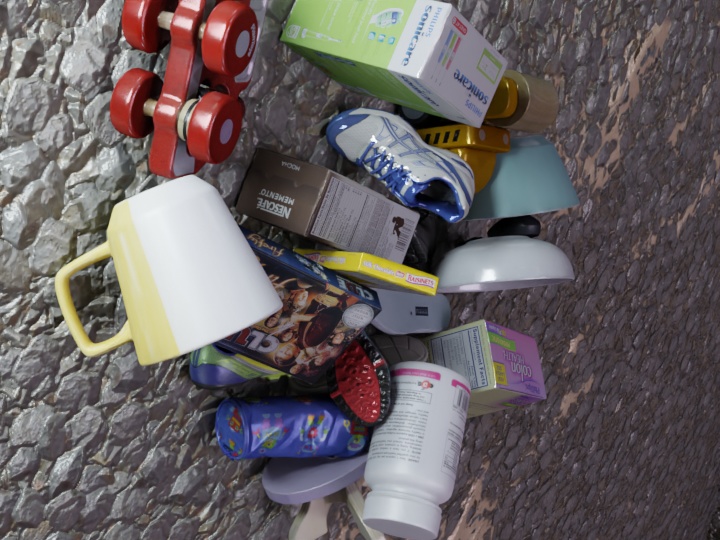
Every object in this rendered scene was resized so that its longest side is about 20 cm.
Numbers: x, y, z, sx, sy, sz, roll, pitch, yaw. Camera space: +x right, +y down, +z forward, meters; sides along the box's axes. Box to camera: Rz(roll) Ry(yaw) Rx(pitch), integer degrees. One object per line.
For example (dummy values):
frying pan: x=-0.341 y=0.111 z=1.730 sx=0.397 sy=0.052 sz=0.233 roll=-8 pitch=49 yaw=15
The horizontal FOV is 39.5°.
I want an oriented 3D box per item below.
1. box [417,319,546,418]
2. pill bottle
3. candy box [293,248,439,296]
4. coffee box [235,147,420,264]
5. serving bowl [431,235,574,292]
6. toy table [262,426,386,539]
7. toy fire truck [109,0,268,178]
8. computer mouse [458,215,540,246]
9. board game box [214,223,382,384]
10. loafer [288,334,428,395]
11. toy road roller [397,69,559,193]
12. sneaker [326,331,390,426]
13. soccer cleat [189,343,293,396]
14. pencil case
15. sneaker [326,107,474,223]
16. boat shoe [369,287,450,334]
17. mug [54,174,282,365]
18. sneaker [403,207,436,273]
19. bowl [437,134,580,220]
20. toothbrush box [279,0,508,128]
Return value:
box: x=0.137 y=0.153 z=1.448 sx=0.176 sy=0.199 sz=0.097 roll=20 pitch=58 yaw=-54
pill bottle: x=0.068 y=0.226 z=1.260 sx=0.113 sy=0.113 sz=0.201 roll=51 pitch=47 yaw=-52
candy box: x=0.000 y=0.000 z=1.170 sx=0.102 sy=0.200 sz=0.027 roll=15 pitch=86 yaw=-26
coffee box: x=-0.035 y=-0.069 z=1.179 sx=0.200 sy=0.113 sz=0.080 roll=19 pitch=92 yaw=-54
serving bowl: x=0.192 y=-0.010 z=1.387 sx=0.200 sy=0.199 sz=0.066 roll=2 pitch=82 yaw=-53
toy table: x=-0.025 y=0.284 z=1.356 sx=0.199 sy=0.184 sz=0.118 roll=-22 pitch=118 yaw=-8
toy fire truck: x=-0.147 y=-0.192 z=0.979 sx=0.168 sy=0.112 sz=0.201 roll=-29 pitch=134 yaw=-66
computer mouse: x=0.196 y=-0.055 z=1.454 sx=0.058 sy=0.200 sz=0.034 roll=-3 pitch=85 yaw=-25
board game box: x=-0.094 y=0.042 z=1.116 sx=0.199 sy=0.035 sz=0.136 roll=26 pitch=119 yaw=-30
loafer: x=-0.006 y=0.139 z=1.353 sx=0.199 sy=0.072 sz=0.063 roll=-12 pitch=138 yaw=-21
toy road roller: x=0.149 y=-0.171 z=1.290 sx=0.123 sy=0.199 sz=0.147 roll=-1 pitch=91 yaw=-51
sneaker: x=-0.009 y=0.098 z=1.266 sx=0.079 sy=0.201 sz=0.095 roll=-24 pitch=170 yaw=11
soccer cleat: x=-0.121 y=0.090 z=1.204 sx=0.200 sy=0.064 sz=0.084 roll=-14 pitch=111 yaw=-50
pencil case: x=-0.083 y=0.198 z=1.258 sx=0.199 sy=0.078 sz=0.087 roll=4 pitch=100 yaw=-34
sneaker: x=0.051 y=-0.126 z=1.201 sx=0.088 sy=0.199 sz=0.075 roll=-83 pitch=-161 yaw=-51
boat shoe: x=0.036 y=0.056 z=1.351 sx=0.200 sy=0.090 sz=0.071 roll=14 pitch=73 yaw=-54
mug: x=-0.186 y=0.000 z=0.966 sx=0.186 sy=0.149 sz=0.154 roll=-25 pitch=96 yaw=-32
sneaker: x=0.066 y=-0.050 z=1.342 sx=0.200 sy=0.075 sz=0.091 roll=63 pitch=43 yaw=-79
bowl: x=0.204 y=-0.134 z=1.412 sx=0.200 sy=0.200 sz=0.106 roll=-13 pitch=100 yaw=-49
toothbrush box: x=0.037 y=-0.240 z=1.098 sx=0.145 sy=0.199 sz=0.086 roll=24 pitch=91 yaw=-54
